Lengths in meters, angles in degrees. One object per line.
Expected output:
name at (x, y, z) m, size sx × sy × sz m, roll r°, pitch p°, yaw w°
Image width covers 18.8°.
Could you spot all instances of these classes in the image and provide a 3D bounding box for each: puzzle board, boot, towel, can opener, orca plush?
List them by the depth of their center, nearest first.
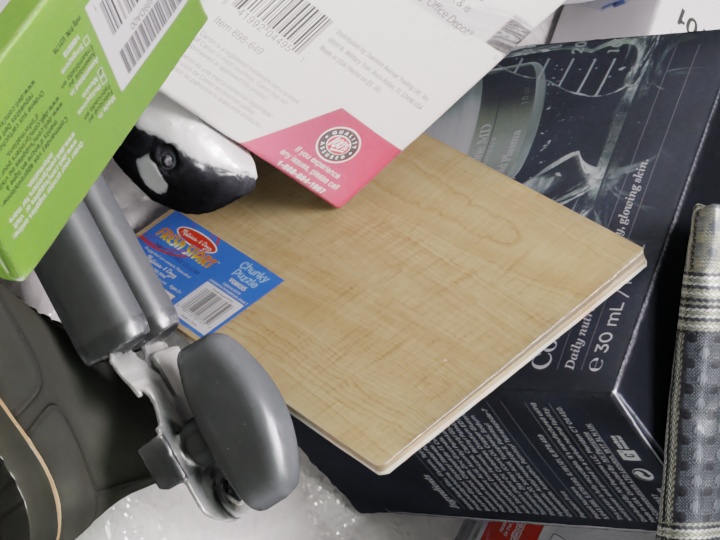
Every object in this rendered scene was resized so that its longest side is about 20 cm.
can opener at (-0.089, 0.012, 0.882) m, size 0.200 × 0.066 × 0.053 m, roll 57°, pitch 19°, yaw 7°
boot at (-0.154, 0.020, 0.892) m, size 0.138 × 0.077 × 0.200 m, roll -21°, pitch 88°, yaw -61°
puzzle board at (0.000, 0.000, 0.925) m, size 0.151 × 0.200 × 0.017 m, roll -37°, pitch 134°, yaw -23°
orca plush at (-0.127, -0.093, 0.925) m, size 0.200 × 0.071 × 0.105 m, roll 49°, pitch 14°, yaw 1°
towel at (0.195, 0.065, 0.944) m, size 0.200 × 0.035 × 0.193 m, roll 1°, pitch 95°, yaw -44°

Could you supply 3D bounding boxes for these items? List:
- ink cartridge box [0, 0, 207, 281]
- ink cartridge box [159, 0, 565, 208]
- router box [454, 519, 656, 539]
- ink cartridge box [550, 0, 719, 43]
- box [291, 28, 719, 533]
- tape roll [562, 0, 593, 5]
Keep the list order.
ink cartridge box at (-0.182, -0.087, 0.812) m, size 0.148 × 0.200 × 0.076 m, roll -59°, pitch 145°, yaw -34°
ink cartridge box at (0.007, -0.142, 0.894) m, size 0.146 × 0.200 × 0.085 m, roll 33°, pitch 22°, yaw -46°
router box at (0.166, 0.101, 1.092) m, size 0.179 × 0.049 × 0.200 m, roll 29°, pitch 75°, yaw -9°
ink cartridge box at (0.191, -0.129, 1.212) m, size 0.146 × 0.086 × 0.200 m, roll 39°, pitch 56°, yaw -30°
box at (0.085, 0.005, 0.999) m, size 0.124 × 0.196 × 0.200 m, roll 50°, pitch 52°, yaw -39°
tape roll at (0.104, -0.235, 1.080) m, size 0.200 × 0.200 × 0.066 m, roll 31°, pitch 20°, yaw -34°
